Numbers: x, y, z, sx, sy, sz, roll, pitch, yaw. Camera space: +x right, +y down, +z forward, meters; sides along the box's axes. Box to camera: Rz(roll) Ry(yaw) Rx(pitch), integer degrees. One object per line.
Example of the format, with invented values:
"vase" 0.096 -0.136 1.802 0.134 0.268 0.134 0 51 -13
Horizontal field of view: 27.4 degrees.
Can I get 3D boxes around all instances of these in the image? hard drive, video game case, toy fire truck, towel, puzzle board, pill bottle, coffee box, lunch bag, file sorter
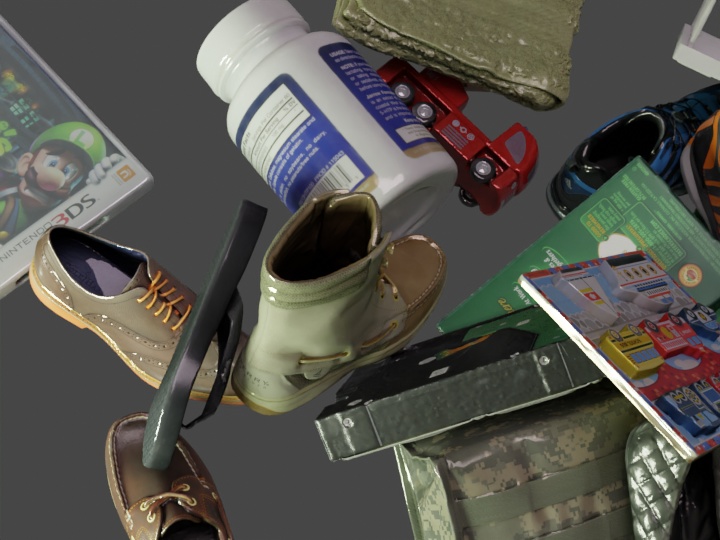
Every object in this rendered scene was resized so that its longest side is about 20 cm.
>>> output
"hard drive" 0.079 0.068 1.010 0.200 0.140 0.038 -20 98 16
"video game case" -0.292 -0.085 1.141 0.182 0.023 0.200 -39 75 -21
"toy fire truck" 0.085 -0.154 1.203 0.141 0.049 0.200 -40 76 -23
"towel" 0.081 -0.213 1.179 0.200 0.036 0.149 19 59 -6
"puzzle board" 0.198 0.045 0.950 0.151 0.017 0.200 48 26 19
"pill bottle" -0.031 -0.111 1.130 0.120 0.120 0.200 -34 73 -20
"coffee box" 0.169 0.025 1.088 0.200 0.044 0.123 -41 73 6
"lunch bag" 0.126 0.190 0.998 0.164 0.118 0.200 -15 98 -14
"file sorter" 0.337 -0.200 1.154 0.139 0.200 0.125 27 107 6

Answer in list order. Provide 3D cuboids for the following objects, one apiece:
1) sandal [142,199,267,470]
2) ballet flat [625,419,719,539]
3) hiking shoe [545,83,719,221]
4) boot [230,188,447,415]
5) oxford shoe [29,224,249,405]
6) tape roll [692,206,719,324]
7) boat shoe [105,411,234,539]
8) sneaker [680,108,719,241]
"sandal" -0.098 0.045 1.016 0.043 0.076 0.200 24 71 -10
"ballet flat" 0.210 0.188 0.933 0.066 0.057 0.200 -15 94 -29
"hiking shoe" 0.243 -0.098 1.174 0.200 0.087 0.074 -31 72 -19
"boot" 0.000 0.000 1.019 0.072 0.155 0.200 42 54 21
"oxford shoe" -0.150 0.033 1.069 0.200 0.073 0.071 28 63 -2
"tape roll" 0.346 0.009 1.158 0.200 0.048 0.201 2 64 -5
"boat shoe" -0.121 0.180 1.012 0.070 0.070 0.200 -25 69 -13
"sneaker" 0.302 -0.032 1.078 0.077 0.112 0.200 -23 76 -14
